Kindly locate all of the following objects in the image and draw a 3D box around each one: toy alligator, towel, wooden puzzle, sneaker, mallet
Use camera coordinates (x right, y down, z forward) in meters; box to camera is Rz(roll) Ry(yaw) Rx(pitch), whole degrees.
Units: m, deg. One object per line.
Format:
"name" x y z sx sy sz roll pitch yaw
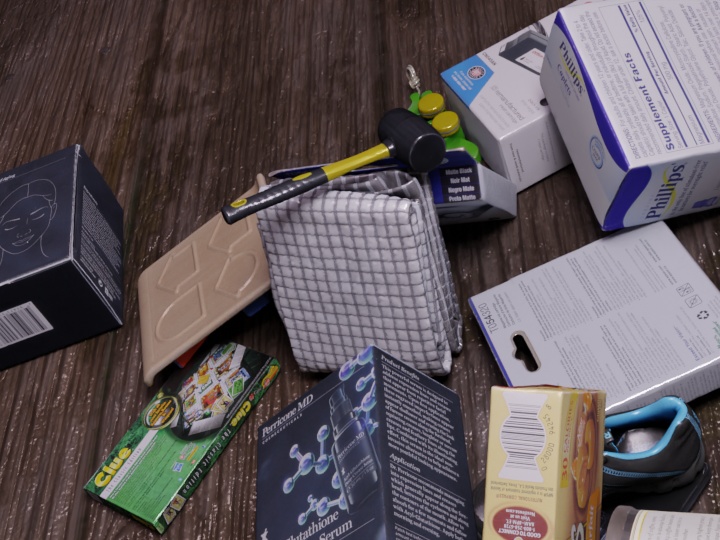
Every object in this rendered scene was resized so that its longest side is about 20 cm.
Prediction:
"toy alligator" 0.072 -0.165 1.257 0.054 0.060 0.200 -28 44 -2
"towel" 0.000 0.000 1.036 0.164 0.201 0.086 2 34 26
"wooden puzzle" -0.152 0.013 1.174 0.200 0.046 0.186 -40 32 13
"sneaker" 0.168 0.150 0.874 0.199 0.082 0.074 -24 51 1
"mallet" -0.028 -0.088 0.959 0.198 0.041 0.066 -19 36 -10

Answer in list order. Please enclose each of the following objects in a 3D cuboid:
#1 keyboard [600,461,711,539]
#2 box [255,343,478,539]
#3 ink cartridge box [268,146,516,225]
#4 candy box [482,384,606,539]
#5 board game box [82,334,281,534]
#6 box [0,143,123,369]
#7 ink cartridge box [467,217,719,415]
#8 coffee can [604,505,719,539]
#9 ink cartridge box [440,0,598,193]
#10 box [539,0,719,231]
"keyboard" 0.176 0.203 0.896 0.127 0.021 0.200 29 65 35
"box" 0.002 0.189 0.888 0.148 0.107 0.201 -38 36 29
"ink cartridge box" 0.038 -0.072 1.101 0.198 0.200 0.041 -5 83 21
"candy box" 0.128 0.182 0.784 0.055 0.115 0.202 2 86 28
"board game box" -0.172 0.153 1.100 0.104 0.024 0.201 17 58 34
"box" -0.383 -0.011 1.277 0.198 0.124 0.198 -19 46 8
"ink cartridge box" 0.216 0.054 0.990 0.199 0.043 0.197 -25 37 4
"coffee can" 0.266 0.234 0.732 0.198 0.147 0.147 -1 49 24
"ink cartridge box" 0.208 -0.193 1.203 0.199 0.085 0.145 -29 45 -4
"box" 0.292 -0.156 1.045 0.198 0.105 0.185 -11 62 -11
